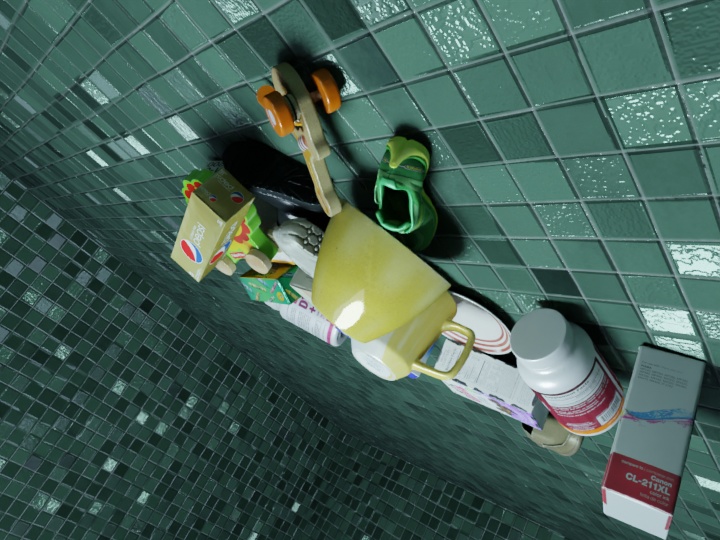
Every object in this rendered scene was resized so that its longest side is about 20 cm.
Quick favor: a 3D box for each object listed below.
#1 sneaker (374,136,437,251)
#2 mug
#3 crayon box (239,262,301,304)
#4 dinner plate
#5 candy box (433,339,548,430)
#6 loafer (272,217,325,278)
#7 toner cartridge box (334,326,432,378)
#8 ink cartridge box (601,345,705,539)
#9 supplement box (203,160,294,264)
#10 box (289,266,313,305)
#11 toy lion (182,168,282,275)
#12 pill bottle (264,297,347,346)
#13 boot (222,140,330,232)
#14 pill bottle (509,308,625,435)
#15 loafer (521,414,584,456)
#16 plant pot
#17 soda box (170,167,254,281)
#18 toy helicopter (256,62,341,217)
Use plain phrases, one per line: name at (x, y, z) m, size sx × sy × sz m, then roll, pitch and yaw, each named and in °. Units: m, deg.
sneaker at (0.049, -0.080, 0.692) m, size 0.073 × 0.084 × 0.201 m, roll 22°, pitch 158°, yaw 23°
mug at (0.071, 0.094, 0.889) m, size 0.185 × 0.154 × 0.150 m, roll 4°, pitch 142°, yaw 52°
crayon box at (-0.152, 0.008, 1.103) m, size 0.199 × 0.118 × 0.059 m, roll 1°, pitch 122°, yaw 57°
dinner plate at (0.179, 0.083, 0.959) m, size 0.197 × 0.025 × 0.201 m, roll 27°, pitch 159°, yaw 11°
candy box at (0.258, 0.222, 1.057) m, size 0.197 × 0.073 × 0.168 m, roll 19°, pitch 165°, yaw 32°
loafer at (-0.056, -0.016, 0.875) m, size 0.069 × 0.071 × 0.200 m, roll 1°, pitch 147°, yaw 46°
toner cartridge box at (0.054, 0.130, 1.142) m, size 0.198 × 0.096 × 0.043 m, roll 33°, pitch 160°, yaw -3°
ink cartridge box at (0.390, 0.227, 0.730) m, size 0.082 × 0.202 × 0.146 m, roll 13°, pitch 154°, yaw 33°
supplement box at (-0.196, -0.104, 0.998) m, size 0.124 × 0.074 × 0.201 m, roll 9°, pitch 149°, yaw 40°
box at (-0.031, 0.044, 1.008) m, size 0.077 × 0.096 × 0.200 m, roll 14°, pitch 159°, yaw 39°
toy lion at (-0.229, -0.082, 0.919) m, size 0.198 × 0.069 × 0.192 m, roll -3°, pitch 134°, yaw 49°
pill bottle at (-0.111, 0.076, 1.229) m, size 0.197 × 0.115 × 0.114 m, roll 25°, pitch 159°, yaw 16°
boot at (-0.125, -0.111, 0.889) m, size 0.195 × 0.074 × 0.163 m, roll 24°, pitch 157°, yaw 8°
pill bottle at (0.300, 0.147, 0.803) m, size 0.112 × 0.114 × 0.200 m, roll 4°, pitch 145°, yaw 51°
loafer at (0.396, 0.337, 1.143) m, size 0.066 × 0.077 × 0.200 m, roll 25°, pitch 159°, yaw -2°
plant pot at (0.009, 0.015, 0.783) m, size 0.199 × 0.143 × 0.200 m, roll 38°, pitch -177°, yaw -2°
soda box at (-0.228, -0.063, 0.830) m, size 0.064 × 0.068 × 0.200 m, roll 41°, pitch 144°, yaw -2°
toy helicopter at (-0.068, -0.157, 0.681) m, size 0.132 × 0.078 × 0.202 m, roll 45°, pitch 160°, yaw 48°
